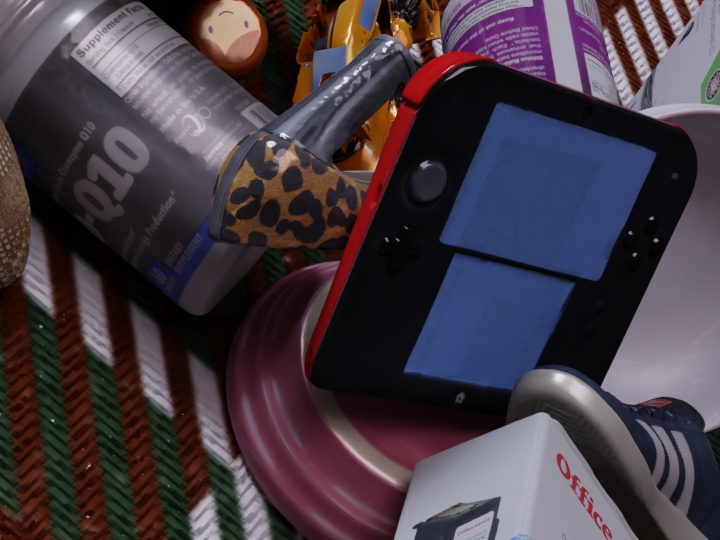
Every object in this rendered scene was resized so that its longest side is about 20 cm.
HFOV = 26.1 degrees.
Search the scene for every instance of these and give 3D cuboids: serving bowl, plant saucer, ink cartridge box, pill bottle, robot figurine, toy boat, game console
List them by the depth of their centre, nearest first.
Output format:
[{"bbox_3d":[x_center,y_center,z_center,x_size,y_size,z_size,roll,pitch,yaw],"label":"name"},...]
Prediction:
[{"bbox_3d":[0.076,0.189,0.715,0.146,0.082,0.201,54,29,-20],"label":"ink cartridge box"},{"bbox_3d":[0.078,-0.009,0.791,0.198,0.179,0.031,13,13,-38],"label":"game console"},{"bbox_3d":[-0.128,-0.080,0.839,0.199,0.114,0.114,39,44,2],"label":"pill bottle"},{"bbox_3d":[0.025,0.072,0.858,0.199,0.051,0.202,18,47,-20],"label":"plant saucer"},{"bbox_3d":[0.175,-0.005,0.906,0.198,0.202,0.066,17,14,-20],"label":"serving bowl"},{"bbox_3d":[-0.089,-0.176,0.917,0.200,0.129,0.132,-5,81,-76],"label":"toy boat"},{"bbox_3d":[0.007,-0.131,0.966,0.058,0.146,0.202,-3,52,20],"label":"robot figurine"},{"bbox_3d":[0.227,-0.080,1.005,0.084,0.201,0.147,23,44,-10],"label":"ink cartridge box"},{"bbox_3d":[0.114,-0.096,1.008,0.111,0.112,0.202,15,48,-22],"label":"pill bottle"}]

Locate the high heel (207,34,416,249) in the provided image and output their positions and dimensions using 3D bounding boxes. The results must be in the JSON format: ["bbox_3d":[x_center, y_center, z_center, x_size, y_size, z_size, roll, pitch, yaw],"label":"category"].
[{"bbox_3d":[0.000,0.000,0.795,0.142,0.071,0.201,-43,124,-28],"label":"high heel"}]

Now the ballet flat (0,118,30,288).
[{"bbox_3d":[-0.218,-0.084,0.768,0.065,0.070,0.202,-60,132,-83],"label":"ballet flat"}]

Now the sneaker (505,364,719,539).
[{"bbox_3d":[0.146,0.093,0.848,0.200,0.074,0.085,50,54,-41],"label":"sneaker"}]
